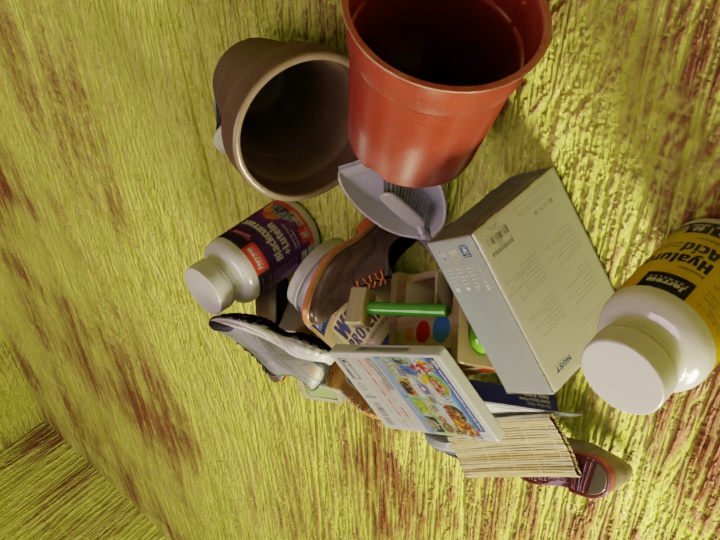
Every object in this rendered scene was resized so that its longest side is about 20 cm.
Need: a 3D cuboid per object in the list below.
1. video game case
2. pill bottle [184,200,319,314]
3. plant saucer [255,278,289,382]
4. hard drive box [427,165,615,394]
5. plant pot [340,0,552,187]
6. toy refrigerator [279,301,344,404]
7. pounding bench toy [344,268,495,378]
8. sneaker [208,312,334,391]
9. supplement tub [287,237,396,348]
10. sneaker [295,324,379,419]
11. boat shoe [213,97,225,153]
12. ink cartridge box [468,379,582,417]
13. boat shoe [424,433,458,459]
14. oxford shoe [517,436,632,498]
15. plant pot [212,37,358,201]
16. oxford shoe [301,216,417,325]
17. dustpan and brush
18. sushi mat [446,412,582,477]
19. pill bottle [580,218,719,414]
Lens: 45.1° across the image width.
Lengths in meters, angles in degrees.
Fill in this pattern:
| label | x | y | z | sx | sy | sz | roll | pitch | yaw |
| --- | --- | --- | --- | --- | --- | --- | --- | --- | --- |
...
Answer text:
| label | x | y | z | sx | sy | sz | roll | pitch | yaw |
| --- | --- | --- | --- | --- | --- | --- | --- | --- | --- |
| video game case | 0.064 | 0.146 | 1.051 | 0.200 | 0.018 | 0.143 | -5 | 127 | 51 |
| pill bottle | -0.168 | -0.020 | 1.334 | 0.111 | 0.200 | 0.112 | 32 | 143 | 29 |
| plant saucer | -0.137 | 0.086 | 1.451 | 0.032 | 0.200 | 0.200 | -7 | 125 | 7 |
| hard drive box | 0.188 | 0.012 | 0.959 | 0.077 | 0.156 | 0.200 | -11 | 112 | 55 |
| plant pot | 0.070 | -0.199 | 0.890 | 0.201 | 0.201 | 0.195 | 43 | 155 | 15 |
| toy refrigerator | -0.073 | 0.141 | 1.442 | 0.076 | 0.070 | 0.200 | 6 | 140 | 17 |
| pounding bench toy | 0.100 | 0.056 | 1.045 | 0.156 | 0.200 | 0.124 | -15 | 68 | 56 |
| sneaker | -0.137 | 0.115 | 1.272 | 0.200 | 0.074 | 0.079 | 21 | 97 | 13 |
| supplement tub | 0.006 | 0.058 | 1.242 | 0.200 | 0.144 | 0.145 | 38 | 145 | 21 |
| sneaker | -0.023 | 0.161 | 1.320 | 0.200 | 0.076 | 0.088 | 39 | 178 | 18 |
| boat shoe | -0.183 | -0.234 | 1.277 | 0.200 | 0.074 | 0.060 | 102 | 166 | -69 |
| ink cartridge box | 0.154 | 0.172 | 1.148 | 0.200 | 0.199 | 0.041 | -23 | 59 | 57 |
| boat shoe | 0.179 | 0.273 | 1.299 | 0.200 | 0.072 | 0.071 | 5 | 121 | 47 |
| oxford shoe | 0.268 | 0.254 | 1.163 | 0.200 | 0.075 | 0.071 | 17 | 103 | 48 |
| plant pot | -0.103 | -0.215 | 1.108 | 0.175 | 0.200 | 0.200 | 48 | 153 | 44 |
| oxford shoe | 0.000 | 0.000 | 1.145 | 0.073 | 0.200 | 0.071 | 30 | 160 | 28 |
| dustpan and brush | 0.072 | -0.067 | 1.110 | 0.139 | 0.057 | 0.200 | -10 | 143 | 38 |
| sushi mat | 0.196 | 0.236 | 1.151 | 0.200 | 0.012 | 0.096 | -17 | 103 | 50 |
| pill bottle | 0.295 | 0.044 | 0.813 | 0.111 | 0.200 | 0.111 | 32 | 142 | 28 |
